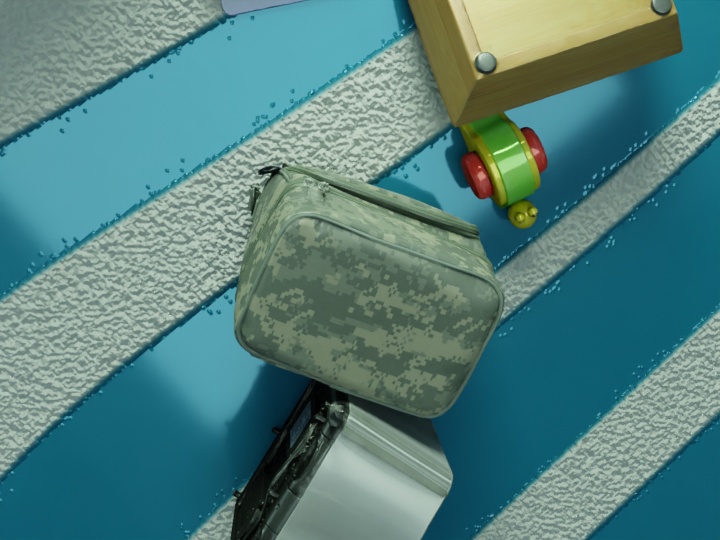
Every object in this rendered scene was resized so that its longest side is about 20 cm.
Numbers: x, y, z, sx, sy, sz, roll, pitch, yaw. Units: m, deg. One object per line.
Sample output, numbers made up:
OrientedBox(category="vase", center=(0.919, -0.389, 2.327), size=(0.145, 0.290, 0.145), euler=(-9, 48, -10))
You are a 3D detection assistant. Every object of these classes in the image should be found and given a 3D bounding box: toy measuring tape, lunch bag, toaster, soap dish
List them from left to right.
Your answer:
OrientedBox(category="toaster", center=(-0.024, 0.185, 0.820), size=(0.118, 0.200, 0.182), euler=(30, 96, -8))
OrientedBox(category="lunch bag", center=(0.000, 0.000, 0.799), size=(0.198, 0.168, 0.140), euler=(19, 111, -12))
OrientedBox(category="toy measuring tape", center=(0.107, -0.125, 0.835), size=(0.073, 0.074, 0.202), euler=(-24, 105, -2))
OrientedBox(category="soap dish", center=(0.142, -0.221, 0.790), size=(0.198, 0.081, 0.159), euler=(-18, 82, -3))

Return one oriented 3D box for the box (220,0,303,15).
OrientedBox(category="box", center=(-0.073, -0.315, 0.790), size=(0.120, 0.032, 0.202), euler=(-13, 105, -5))
